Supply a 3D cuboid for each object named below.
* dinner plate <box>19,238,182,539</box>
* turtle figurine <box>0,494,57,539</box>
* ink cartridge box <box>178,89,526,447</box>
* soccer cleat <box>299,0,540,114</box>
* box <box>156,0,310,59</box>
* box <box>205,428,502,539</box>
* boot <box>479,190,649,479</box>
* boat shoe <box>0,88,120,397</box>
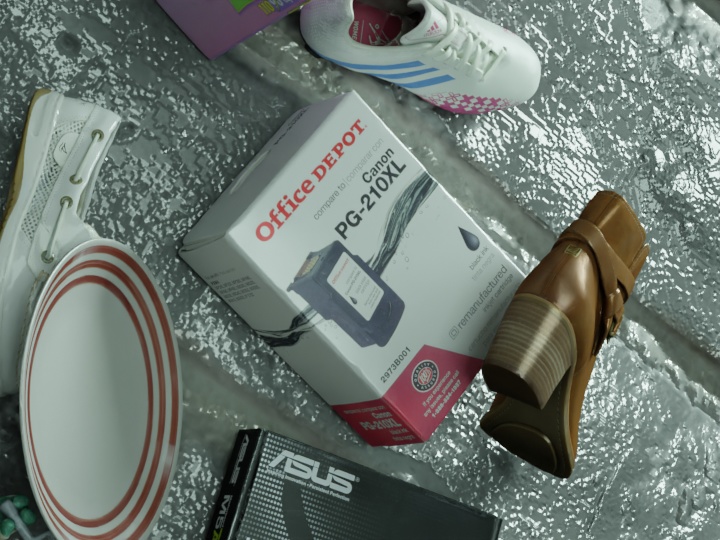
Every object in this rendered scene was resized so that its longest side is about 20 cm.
[{"bbox_3d":[-0.163,0.080,1.064,0.200,0.024,0.201,-1,90,-70],"label":"dinner plate"},{"bbox_3d":[-0.273,0.180,1.011,0.200,0.101,0.150,40,52,-1],"label":"turtle figurine"},{"bbox_3d":[0.000,0.000,1.180,0.200,0.084,0.145,46,65,-15],"label":"ink cartridge box"},{"bbox_3d":[0.054,-0.158,1.226,0.200,0.086,0.070,11,79,-26],"label":"soccer cleat"},{"bbox_3d":[-0.034,-0.254,1.142,0.097,0.176,0.200,49,65,-13],"label":"box"},{"bbox_3d":[-0.017,0.228,1.165,0.200,0.047,0.193,24,76,-23],"label":"box"},{"bbox_3d":[0.144,0.047,1.204,0.155,0.077,0.200,-56,150,-21],"label":"boot"},{"bbox_3d":[-0.191,-0.015,1.084,0.069,0.071,0.200,11,77,-7],"label":"boat shoe"}]
